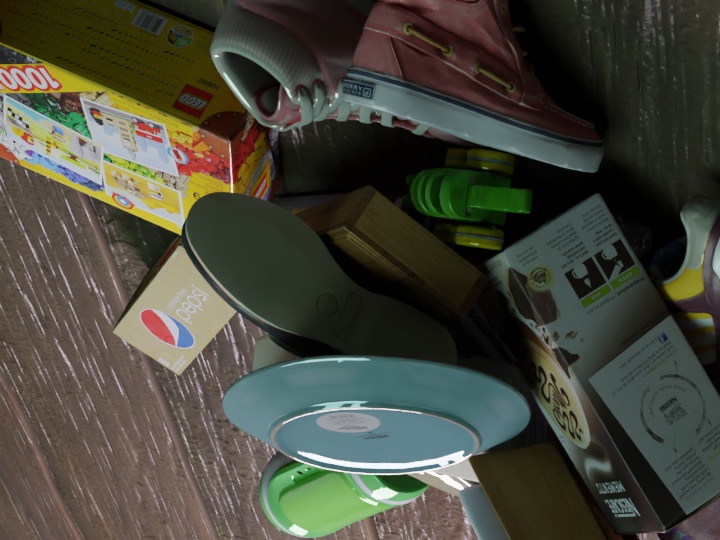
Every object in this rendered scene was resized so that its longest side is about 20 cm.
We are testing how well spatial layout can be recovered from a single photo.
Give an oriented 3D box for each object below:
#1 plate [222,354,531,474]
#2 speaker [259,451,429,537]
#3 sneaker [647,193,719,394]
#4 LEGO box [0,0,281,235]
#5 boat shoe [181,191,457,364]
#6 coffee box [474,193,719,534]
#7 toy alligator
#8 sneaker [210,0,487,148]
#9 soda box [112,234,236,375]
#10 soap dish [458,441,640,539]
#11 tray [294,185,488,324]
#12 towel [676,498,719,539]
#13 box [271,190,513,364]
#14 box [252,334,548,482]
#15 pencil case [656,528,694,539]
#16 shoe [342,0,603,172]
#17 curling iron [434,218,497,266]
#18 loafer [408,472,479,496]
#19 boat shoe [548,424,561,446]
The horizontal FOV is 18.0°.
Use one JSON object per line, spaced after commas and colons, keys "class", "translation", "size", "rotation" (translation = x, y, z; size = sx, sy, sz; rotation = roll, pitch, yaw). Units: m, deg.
{"class": "plate", "translation": [0.010, 0.099, 1.455], "size": [0.198, 0.026, 0.200], "rotation": [2, 158, 1]}
{"class": "speaker", "translation": [-0.011, 0.166, 1.878], "size": [0.088, 0.089, 0.200], "rotation": [37, 151, -13]}
{"class": "sneaker", "translation": [0.223, 0.022, 1.453], "size": [0.090, 0.075, 0.201], "rotation": [33, 147, 13]}
{"class": "LEGO box", "translation": [-0.158, -0.112, 1.572], "size": [0.199, 0.077, 0.149], "rotation": [23, 151, 13]}
{"class": "boat shoe", "translation": [-0.032, 0.021, 1.441], "size": [0.199, 0.072, 0.063], "rotation": [31, 160, -14]}
{"class": "coffee box", "translation": [0.157, 0.063, 1.451], "size": [0.201, 0.079, 0.113], "rotation": [59, 167, 1]}
{"class": "toy alligator", "translation": [0.052, -0.048, 1.443], "size": [0.054, 0.060, 0.200], "rotation": [9, -179, -17]}
{"class": "sneaker", "translation": [-0.005, -0.111, 1.404], "size": [0.199, 0.105, 0.075], "rotation": [33, 150, -9]}
{"class": "soda box", "translation": [-0.125, 0.009, 1.753], "size": [0.067, 0.064, 0.200], "rotation": [33, 152, -7]}
{"class": "soap dish", "translation": [0.157, 0.214, 1.565], "size": [0.200, 0.081, 0.158], "rotation": [46, -166, -55]}
{"class": "tray", "translation": [0.000, 0.000, 1.504], "size": [0.098, 0.037, 0.200], "rotation": [37, 162, -13]}
{"class": "towel", "translation": [0.327, 0.169, 1.525], "size": [0.199, 0.144, 0.023], "rotation": [36, -172, -12]}
{"class": "box", "translation": [0.031, 0.026, 1.650], "size": [0.158, 0.049, 0.200], "rotation": [-1, 139, 45]}
{"class": "box", "translation": [0.028, 0.090, 1.554], "size": [0.199, 0.069, 0.082], "rotation": [16, 156, -30]}
{"class": "pencil case", "translation": [0.226, 0.154, 1.570], "size": [0.085, 0.084, 0.201], "rotation": [-23, 101, 33]}
{"class": "shoe", "translation": [0.080, -0.121, 1.347], "size": [0.199, 0.092, 0.071], "rotation": [14, -177, -40]}
{"class": "curling iron", "translation": [0.128, 0.018, 1.558], "size": [0.200, 0.050, 0.025], "rotation": [37, 152, -24]}
{"class": "loafer", "translation": [0.035, 0.112, 1.653], "size": [0.200, 0.076, 0.068], "rotation": [41, 144, -22]}
{"class": "boat shoe", "translation": [0.219, 0.159, 1.671], "size": [0.198, 0.073, 0.072], "rotation": [14, 147, 15]}
